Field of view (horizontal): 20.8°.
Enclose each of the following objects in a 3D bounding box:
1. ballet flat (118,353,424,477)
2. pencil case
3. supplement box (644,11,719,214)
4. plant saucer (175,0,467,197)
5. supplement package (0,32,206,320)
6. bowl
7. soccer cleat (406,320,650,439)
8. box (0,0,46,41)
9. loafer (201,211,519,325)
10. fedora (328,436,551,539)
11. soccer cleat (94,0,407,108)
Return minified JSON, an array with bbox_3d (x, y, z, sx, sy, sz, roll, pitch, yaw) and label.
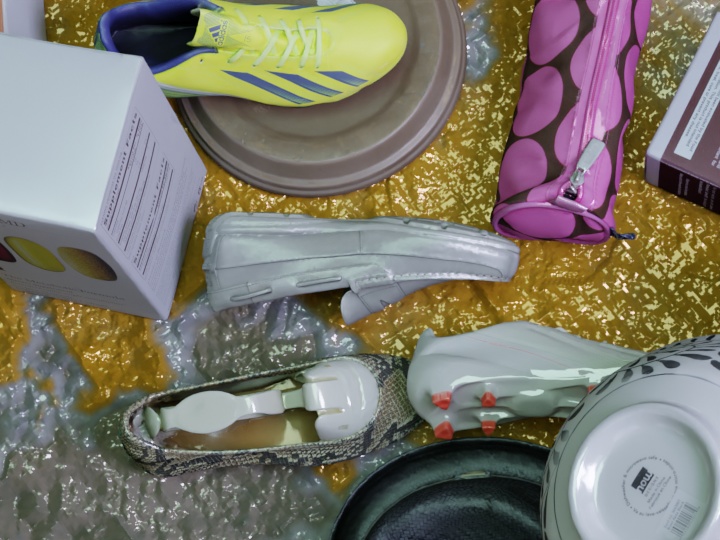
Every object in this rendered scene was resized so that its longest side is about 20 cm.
[{"bbox_3d":[-0.053,0.088,1.212,0.200,0.075,0.068,-10,73,3],"label":"ballet flat"},{"bbox_3d":[0.140,-0.116,1.238,0.091,0.094,0.200,8,75,4],"label":"pencil case"},{"bbox_3d":[0.290,-0.069,1.224,0.200,0.061,0.109,26,80,14],"label":"supplement box"},{"bbox_3d":[-0.030,-0.147,1.300,0.200,0.029,0.200,-2,73,7],"label":"plant saucer"},{"bbox_3d":[-0.176,-0.054,1.201,0.114,0.200,0.110,11,76,10],"label":"supplement package"},{"bbox_3d":[0.167,0.122,1.035,0.201,0.094,0.201,-10,71,31],"label":"bowl"},{"bbox_3d":[0.128,0.063,1.205,0.200,0.069,0.078,2,44,-1],"label":"soccer cleat"},{"bbox_3d":[-0.296,-0.198,1.304,0.152,0.106,0.200,-9,73,4],"label":"box"},{"bbox_3d":[0.000,0.000,1.240,0.200,0.070,0.070,2,92,6],"label":"loafer"},{"bbox_3d":[0.073,0.181,1.161,0.200,0.092,0.201,-2,74,6],"label":"fedora"},{"bbox_3d":[-0.071,-0.143,1.245,0.200,0.084,0.065,-2,74,6],"label":"soccer cleat"}]
